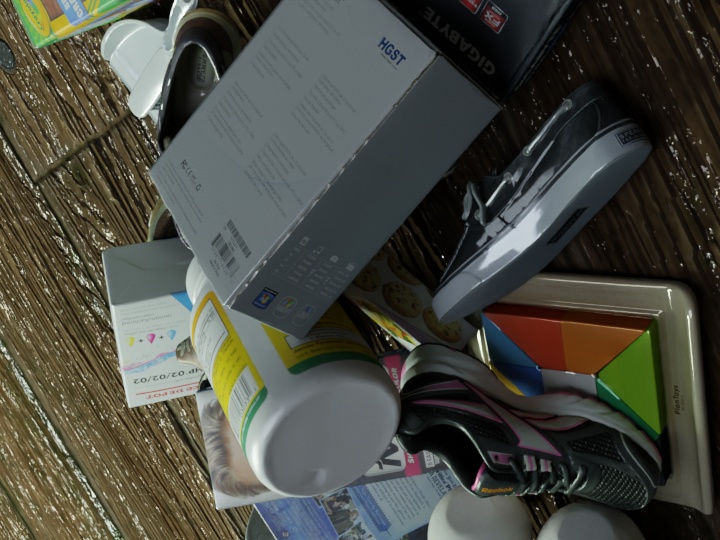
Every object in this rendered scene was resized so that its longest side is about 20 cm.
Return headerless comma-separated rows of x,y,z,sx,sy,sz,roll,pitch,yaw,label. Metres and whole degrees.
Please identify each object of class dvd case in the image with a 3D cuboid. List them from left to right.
0.021,0.202,0.862,0.199,0.018,0.143,-34,90,9,dvd case

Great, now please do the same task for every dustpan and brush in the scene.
-0.160,-0.178,0.833,0.140,0.057,0.200,51,136,4,dustpan and brush

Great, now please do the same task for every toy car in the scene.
0.135,0.268,0.761,0.198,0.151,0.176,4,140,28,toy car

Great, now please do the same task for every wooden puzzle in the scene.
0.159,0.089,0.737,0.198,0.037,0.187,8,121,39,wooden puzzle

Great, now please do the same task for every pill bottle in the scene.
-0.060,0.057,0.727,0.200,0.112,0.114,-128,32,-46,pill bottle

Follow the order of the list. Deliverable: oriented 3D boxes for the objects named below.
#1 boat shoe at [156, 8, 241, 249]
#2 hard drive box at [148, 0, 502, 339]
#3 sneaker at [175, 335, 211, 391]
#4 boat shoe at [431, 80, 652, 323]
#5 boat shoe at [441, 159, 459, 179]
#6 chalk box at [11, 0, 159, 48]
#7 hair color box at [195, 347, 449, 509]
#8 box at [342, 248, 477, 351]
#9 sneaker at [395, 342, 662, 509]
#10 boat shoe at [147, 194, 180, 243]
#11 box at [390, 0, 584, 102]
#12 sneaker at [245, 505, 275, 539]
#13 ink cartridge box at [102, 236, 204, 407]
-0.129,-0.099,0.779,0.071,0.065,0.202,11,119,5,boat shoe
-0.031,-0.084,0.651,0.200,0.077,0.156,-48,48,13,hard drive box
-0.111,0.109,0.930,0.075,0.071,0.201,-10,140,5,sneaker
0.105,-0.042,0.668,0.068,0.073,0.200,58,135,21,boat shoe
-0.002,-0.093,0.741,0.200,0.072,0.061,18,130,41,boat shoe
-0.211,-0.261,0.777,0.199,0.124,0.126,-10,109,45,chalk box
-0.028,0.128,0.820,0.198,0.061,0.101,-12,88,8,hair color box
0.000,0.000,0.764,0.200,0.042,0.039,41,164,0,box
0.111,0.133,0.708,0.198,0.087,0.081,19,131,11,sneaker
-0.170,-0.050,0.924,0.200,0.071,0.077,-52,46,48,boat shoe
0.062,-0.230,0.607,0.200,0.046,0.159,45,138,10,box
-0.067,0.260,0.982,0.200,0.070,0.100,-110,-3,-62,sneaker
-0.172,0.060,0.932,0.201,0.114,0.068,97,157,-50,ink cartridge box
